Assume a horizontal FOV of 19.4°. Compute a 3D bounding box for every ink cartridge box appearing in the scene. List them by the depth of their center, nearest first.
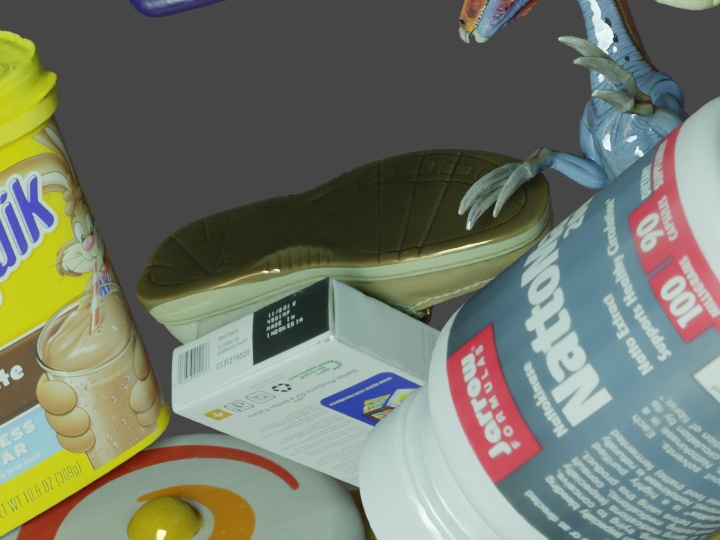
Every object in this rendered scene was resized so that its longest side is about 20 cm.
[{"bbox_3d":[0.019,0.065,0.934,0.095,0.037,0.200,-25,142,35],"label":"ink cartridge box"}]

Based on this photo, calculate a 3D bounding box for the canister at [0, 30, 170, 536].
[{"bbox_3d":[-0.182,0.012,0.966,0.087,0.148,0.200,25,140,53],"label":"canister"}]

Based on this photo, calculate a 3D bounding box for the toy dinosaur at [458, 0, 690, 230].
[{"bbox_3d":[0.107,-0.043,0.851,0.105,0.200,0.182,-16,76,37],"label":"toy dinosaur"}]

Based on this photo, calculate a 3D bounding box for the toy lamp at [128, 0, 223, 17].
[{"bbox_3d":[-0.136,-0.138,0.903,0.200,0.058,0.058,6,123,23],"label":"toy lamp"}]

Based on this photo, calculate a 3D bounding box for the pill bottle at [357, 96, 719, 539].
[{"bbox_3d":[0.094,0.041,0.742,0.120,0.120,0.200,44,125,-7],"label":"pill bottle"}]

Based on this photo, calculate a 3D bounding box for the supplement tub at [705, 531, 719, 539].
[{"bbox_3d":[0.198,0.125,0.730,0.145,0.145,0.200,43,134,-6],"label":"supplement tub"}]

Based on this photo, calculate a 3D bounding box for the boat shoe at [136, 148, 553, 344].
[{"bbox_3d":[0.000,0.000,0.926,0.200,0.074,0.066,-10,130,29],"label":"boat shoe"}]

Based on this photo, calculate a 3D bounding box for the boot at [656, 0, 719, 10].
[{"bbox_3d":[0.166,-0.156,0.744,0.200,0.073,0.156,18,134,-2],"label":"boot"}]

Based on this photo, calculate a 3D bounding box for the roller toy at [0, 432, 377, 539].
[{"bbox_3d":[-0.081,0.167,0.992,0.200,0.182,0.140,6,122,22],"label":"roller toy"}]
